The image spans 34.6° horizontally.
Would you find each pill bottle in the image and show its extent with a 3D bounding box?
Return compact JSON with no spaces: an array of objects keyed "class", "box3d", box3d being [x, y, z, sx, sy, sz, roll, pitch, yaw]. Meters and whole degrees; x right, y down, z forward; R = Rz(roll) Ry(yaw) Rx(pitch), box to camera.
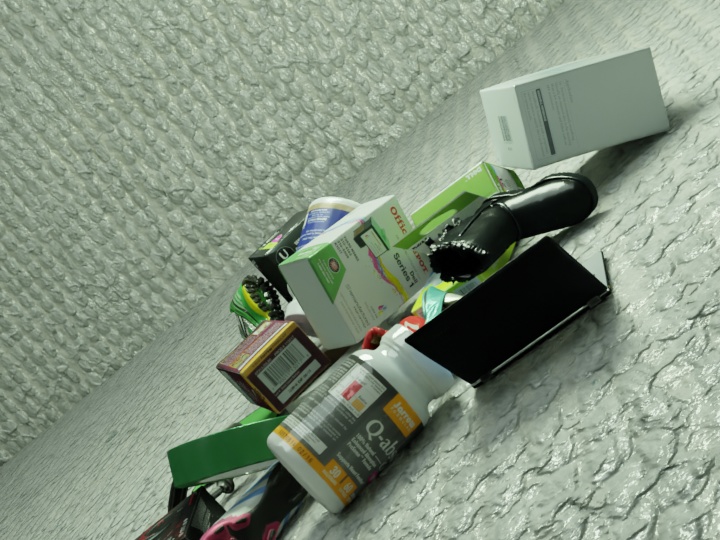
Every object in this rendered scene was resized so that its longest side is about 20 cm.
[{"class":"pill bottle","box3d":[0.002,0.161,1.282,0.200,0.116,0.116,-44,11,-11]},{"class":"pill bottle","box3d":[-0.048,-0.003,1.785,0.116,0.116,0.200,-24,47,58]}]

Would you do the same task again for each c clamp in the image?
[{"class":"c clamp","box3d":[-0.219,0.300,1.574,0.200,0.027,0.171,-36,-40,-53]}]

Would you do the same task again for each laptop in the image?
[{"class":"laptop","box3d":[0.163,0.027,1.260,0.187,0.116,0.200,-37,11,19]}]

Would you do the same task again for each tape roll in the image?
[{"class":"tape roll","box3d":[-0.035,0.141,1.728,0.203,0.037,0.203,-40,10,8]},{"class":"tape roll","box3d":[-0.138,0.225,1.443,0.200,0.048,0.200,-15,-12,-3]}]

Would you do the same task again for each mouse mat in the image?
[{"class":"mouse mat","box3d":[-0.183,0.266,1.833,0.161,0.008,0.200,-36,12,27]}]

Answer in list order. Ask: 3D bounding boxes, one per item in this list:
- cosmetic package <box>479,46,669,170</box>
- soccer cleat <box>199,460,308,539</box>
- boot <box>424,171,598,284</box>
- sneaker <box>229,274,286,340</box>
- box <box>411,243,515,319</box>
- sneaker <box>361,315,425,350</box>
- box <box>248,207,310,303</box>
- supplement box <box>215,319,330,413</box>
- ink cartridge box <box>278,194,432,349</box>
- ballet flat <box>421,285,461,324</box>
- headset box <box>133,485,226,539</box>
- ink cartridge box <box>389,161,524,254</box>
[{"class":"cosmetic package","box3d":[0.297,-0.229,1.634,0.200,0.123,0.199,-16,9,-6]},{"class":"soccer cleat","box3d":[-0.129,0.302,1.353,0.200,0.070,0.086,-43,-2,-36]},{"class":"boot","box3d":[0.190,-0.053,1.491,0.198,0.073,0.162,-9,22,46]},{"class":"sneaker","box3d":[-0.152,0.107,1.940,0.078,0.200,0.085,-4,-38,-44]},{"class":"box","box3d":[0.152,-0.003,1.617,0.122,0.048,0.200,-35,13,31]},{"class":"sneaker","box3d":[0.045,0.100,1.473,0.077,0.085,0.200,-36,12,25]},{"class":"box","box3d":[-0.068,0.009,1.937,0.124,0.200,0.149,-44,11,-14]},{"class":"supplement box","box3d":[-0.135,0.142,1.745,0.110,0.086,0.200,-44,11,-14]},{"class":"ink cartridge box","box3d":[0.000,0.000,1.693,0.200,0.145,0.084,-38,14,-38]},{"class":"ballet flat","box3d":[0.112,0.069,1.441,0.070,0.067,0.200,-22,19,17]},{"class":"headset box","box3d":[-0.256,0.379,1.432,0.200,0.075,0.149,-39,10,10]},{"class":"ink cartridge box","box3d":[0.138,-0.091,1.678,0.148,0.076,0.200,-36,-25,28]}]
